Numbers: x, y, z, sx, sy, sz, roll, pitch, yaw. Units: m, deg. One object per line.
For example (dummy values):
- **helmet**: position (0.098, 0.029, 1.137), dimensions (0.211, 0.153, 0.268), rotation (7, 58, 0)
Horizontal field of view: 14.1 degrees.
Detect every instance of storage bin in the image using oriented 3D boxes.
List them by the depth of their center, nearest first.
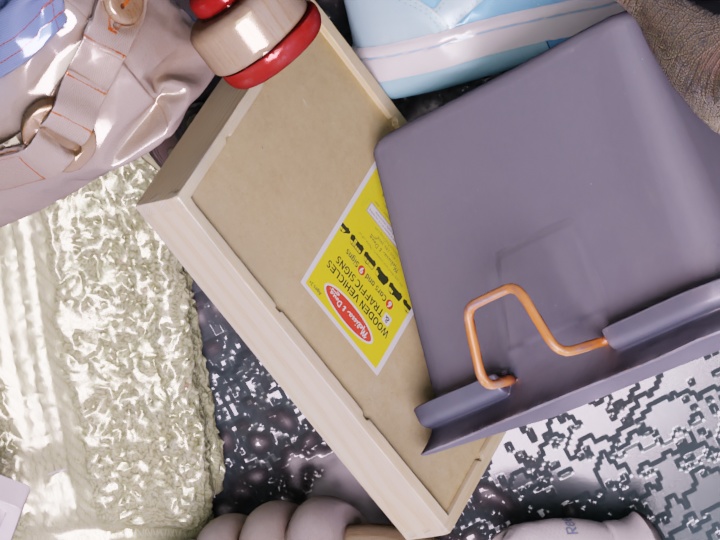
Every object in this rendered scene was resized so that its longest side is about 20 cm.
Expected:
- **storage bin**: position (0.092, -0.019, 1.186), dimensions (0.200, 0.145, 0.135), rotation (-27, 81, 45)

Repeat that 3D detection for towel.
- **towel**: position (-0.142, 0.031, 1.302), dimensions (0.147, 0.036, 0.201), rotation (-7, 101, 1)

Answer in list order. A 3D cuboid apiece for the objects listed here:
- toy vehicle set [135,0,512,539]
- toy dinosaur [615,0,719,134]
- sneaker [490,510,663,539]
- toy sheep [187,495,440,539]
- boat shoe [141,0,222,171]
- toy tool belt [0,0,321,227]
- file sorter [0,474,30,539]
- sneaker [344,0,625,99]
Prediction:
- **toy vehicle set**: position (0.000, 0.000, 1.234), dimensions (0.026, 0.125, 0.200), rotation (-11, 126, 44)
- **toy dinosaur**: position (0.173, -0.081, 1.096), dimensions (0.199, 0.077, 0.103), rotation (7, 89, -11)
- **sneaker**: position (0.080, 0.203, 1.314), dimensions (0.087, 0.074, 0.201), rotation (8, 93, -15)
- **toy sheep**: position (-0.041, 0.171, 1.286), dimensions (0.199, 0.138, 0.138), rotation (-27, 100, 12)
- **boat shoe**: position (-0.050, -0.052, 1.260), dimensions (0.072, 0.066, 0.202), rotation (-38, 106, -27)
- **toy tool belt**: position (-0.123, -0.102, 1.157), dimensions (0.199, 0.125, 0.123), rotation (-24, 113, 37)
- **file sorter**: position (-0.265, 0.140, 1.250), dimensions (0.199, 0.125, 0.139), rotation (21, 141, -4)
- **sneaker**: position (0.073, -0.160, 1.234), dimensions (0.199, 0.080, 0.131), rotation (-18, 101, 11)
